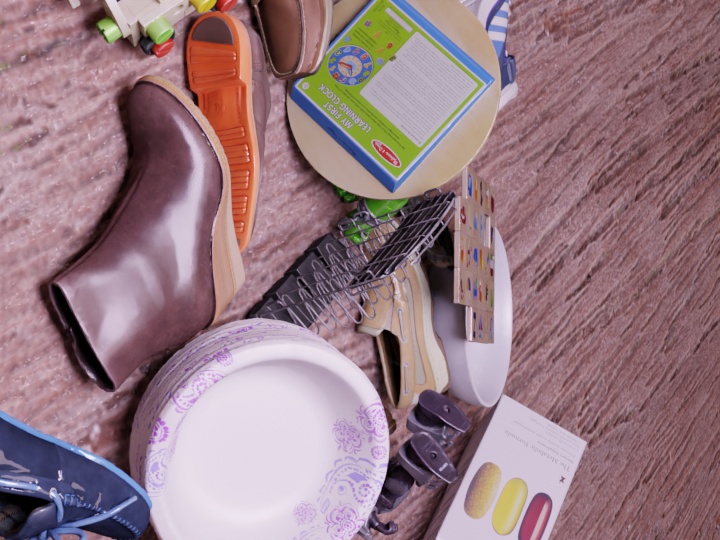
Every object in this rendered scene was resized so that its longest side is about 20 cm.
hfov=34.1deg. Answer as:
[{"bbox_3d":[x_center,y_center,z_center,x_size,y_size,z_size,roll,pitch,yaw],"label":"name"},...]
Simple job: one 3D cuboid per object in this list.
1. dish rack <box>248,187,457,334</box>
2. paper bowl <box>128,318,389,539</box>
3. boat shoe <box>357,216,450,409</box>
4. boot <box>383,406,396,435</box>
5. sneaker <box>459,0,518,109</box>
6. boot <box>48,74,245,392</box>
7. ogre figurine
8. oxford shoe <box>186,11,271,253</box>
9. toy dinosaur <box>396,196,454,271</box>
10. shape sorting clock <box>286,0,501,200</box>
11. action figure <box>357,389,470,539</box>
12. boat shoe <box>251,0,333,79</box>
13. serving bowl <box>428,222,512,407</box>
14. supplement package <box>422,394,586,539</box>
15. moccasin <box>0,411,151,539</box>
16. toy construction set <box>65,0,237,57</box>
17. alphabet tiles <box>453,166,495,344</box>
[{"bbox_3d":[0.000,0.000,1.027,0.055,0.199,0.154,55,46,-17],"label":"dish rack"},{"bbox_3d":[-0.086,0.138,0.937,0.199,0.104,0.202,-7,107,-22],"label":"paper bowl"},{"bbox_3d":[0.031,0.044,1.181,0.076,0.072,0.201,-23,100,-27],"label":"boat shoe"},{"bbox_3d":[-0.033,0.127,1.094,0.199,0.073,0.076,8,75,-53],"label":"boot"},{"bbox_3d":[0.139,-0.262,1.331,0.147,0.080,0.201,58,43,-50],"label":"sneaker"},{"bbox_3d":[-0.168,-0.030,0.884,0.166,0.072,0.201,-39,118,-45],"label":"boot"},{"bbox_3d":[0.048,-0.128,1.143,0.098,0.120,0.200,52,50,-15],"label":"ogre figurine"},{"bbox_3d":[-0.100,-0.112,0.985,0.073,0.071,0.202,-3,95,-63],"label":"oxford shoe"},{"bbox_3d":[0.069,-0.041,1.187,0.088,0.047,0.200,52,8,-42],"label":"toy dinosaur"},{"bbox_3d":[0.029,-0.163,1.065,0.039,0.199,0.201,42,54,-75],"label":"shape sorting clock"},{"bbox_3d":[0.042,0.199,1.134,0.130,0.069,0.200,-52,175,-35],"label":"action figure"},{"bbox_3d":[-0.077,-0.267,1.019,0.074,0.075,0.202,-1,84,-50],"label":"boat shoe"},{"bbox_3d":[0.112,0.049,1.285,0.200,0.065,0.202,-2,90,-69],"label":"serving bowl"},{"bbox_3d":[0.151,0.261,1.286,0.200,0.113,0.110,-59,176,-37],"label":"supplement package"},{"bbox_3d":[-0.230,0.150,0.788,0.200,0.080,0.069,34,48,-36],"label":"moccasin"},{"bbox_3d":[-0.137,-0.229,0.861,0.131,0.199,0.093,116,-50,-77],"label":"toy construction set"},{"bbox_3d":[0.115,-0.012,1.173,0.200,0.007,0.168,15,75,-73],"label":"alphabet tiles"}]
